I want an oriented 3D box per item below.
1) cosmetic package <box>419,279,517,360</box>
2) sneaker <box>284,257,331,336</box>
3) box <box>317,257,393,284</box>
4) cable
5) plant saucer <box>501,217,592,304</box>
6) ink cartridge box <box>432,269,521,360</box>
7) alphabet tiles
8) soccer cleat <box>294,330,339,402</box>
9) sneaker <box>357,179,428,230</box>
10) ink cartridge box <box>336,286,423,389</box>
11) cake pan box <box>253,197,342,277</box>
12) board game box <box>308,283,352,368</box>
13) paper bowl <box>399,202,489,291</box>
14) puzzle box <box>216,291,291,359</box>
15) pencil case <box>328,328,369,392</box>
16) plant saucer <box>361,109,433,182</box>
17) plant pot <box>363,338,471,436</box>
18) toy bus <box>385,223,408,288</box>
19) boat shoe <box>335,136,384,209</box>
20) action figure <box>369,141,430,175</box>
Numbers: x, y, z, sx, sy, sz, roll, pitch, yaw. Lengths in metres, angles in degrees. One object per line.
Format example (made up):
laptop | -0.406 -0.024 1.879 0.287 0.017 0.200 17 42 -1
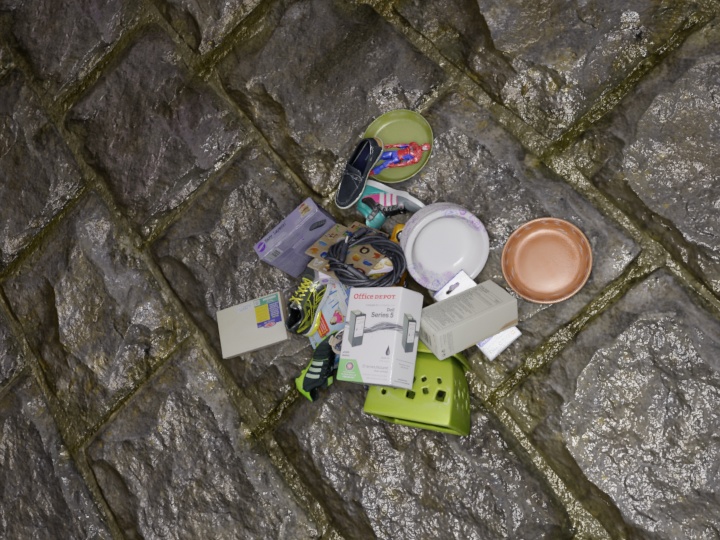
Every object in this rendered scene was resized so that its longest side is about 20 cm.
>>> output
cosmetic package | 0.225 0.103 1.394 0.200 0.071 0.105 -21 33 -16
sneaker | -0.129 0.065 1.579 0.074 0.085 0.201 15 98 38
box | 0.000 0.000 1.538 0.199 0.039 0.042 -5 64 -4
cable | 0.011 -0.024 1.479 0.163 0.051 0.200 -19 45 -19
plant saucer | 0.423 -0.021 1.489 0.200 0.037 0.201 -5 76 20
ink cartridge box | 0.267 0.101 1.500 0.095 0.037 0.200 -43 82 8
alphabet tiles | -0.027 -0.049 1.551 0.166 0.006 0.200 24 47 25
soccer cleat | -0.087 0.227 1.557 0.081 0.067 0.200 43 121 22
sneaker | 0.068 -0.145 1.635 0.200 0.084 0.121 24 82 33
ink cartridge box | 0.042 0.138 1.365 0.145 0.084 0.201 -3 74 40
cake pan box | -0.150 -0.075 1.655 0.200 0.184 0.052 -42 62 9
board game box | -0.052 0.109 1.605 0.196 0.056 0.200 -39 65 32
paper bowl | 0.190 -0.062 1.524 0.201 0.201 0.104 -41 23 8
puzzle box | -0.285 0.147 1.742 0.200 0.025 0.133 -18 71 17
pencil case | 0.005 0.210 1.513 0.089 0.200 0.078 -14 45 22
plant saucer | 0.096 -0.319 1.697 0.199 0.031 0.201 -5 76 22
plant pot | 0.142 0.254 1.454 0.198 0.200 0.182 4 71 23
toy bus | 0.078 -0.013 1.612 0.078 0.065 0.201 6 80 25
boat shoe | -0.013 -0.246 1.634 0.075 0.062 0.200 40 108 26
action figure | 0.082 -0.285 1.654 0.199 0.052 0.066 -14 68 17
